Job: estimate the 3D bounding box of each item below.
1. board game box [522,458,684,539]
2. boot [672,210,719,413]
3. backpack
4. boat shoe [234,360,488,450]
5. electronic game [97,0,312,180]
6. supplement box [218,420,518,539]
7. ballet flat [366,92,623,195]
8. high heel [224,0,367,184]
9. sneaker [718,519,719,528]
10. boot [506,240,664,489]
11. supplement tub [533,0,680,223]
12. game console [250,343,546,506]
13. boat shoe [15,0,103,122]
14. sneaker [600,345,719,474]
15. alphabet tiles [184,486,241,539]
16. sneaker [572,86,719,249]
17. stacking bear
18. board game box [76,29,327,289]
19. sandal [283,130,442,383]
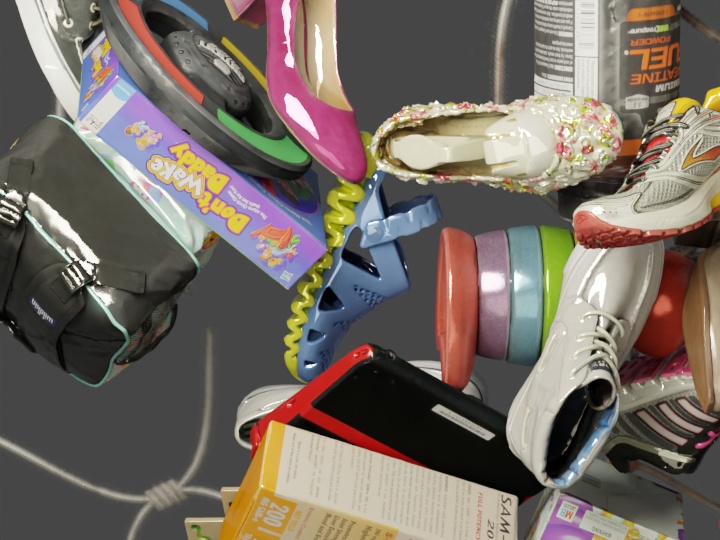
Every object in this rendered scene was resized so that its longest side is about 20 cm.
[{"bbox_3d":[0.164,0.257,1.681,0.103,0.105,0.200,23,107,1],"label":"board game box"},{"bbox_3d":[0.304,0.008,1.564,0.146,0.070,0.200,0,64,-6],"label":"boot"},{"bbox_3d":[-0.204,-0.013,1.621,0.176,0.153,0.200,43,148,5],"label":"backpack"},{"bbox_3d":[0.000,0.119,1.686,0.200,0.067,0.074,-10,104,11],"label":"boat shoe"},{"bbox_3d":[-0.110,-0.140,1.563,0.200,0.200,0.042,45,106,-5],"label":"electronic game"},{"bbox_3d":[0.003,0.204,1.626,0.200,0.074,0.126,18,130,-9],"label":"supplement box"},{"bbox_3d":[0.090,-0.086,1.546,0.200,0.064,0.076,-3,100,38],"label":"ballet flat"},{"bbox_3d":[-0.024,-0.163,1.587,0.096,0.067,0.200,-38,62,23],"label":"high heel"},{"bbox_3d":[0.327,0.111,1.645,0.200,0.078,0.116,-41,88,4],"label":"sneaker"},{"bbox_3d":[0.168,0.058,1.530,0.073,0.096,0.200,19,101,-14],"label":"boot"},{"bbox_3d":[0.178,-0.136,1.573,0.107,0.107,0.200,0,106,8],"label":"supplement tub"},{"bbox_3d":[0.034,0.137,1.637,0.200,0.031,0.177,29,133,-23],"label":"game console"},{"bbox_3d":[-0.222,-0.202,1.633,0.057,0.069,0.200,-20,99,12],"label":"boat shoe"},{"bbox_3d":[0.253,0.105,1.625,0.200,0.074,0.088,-14,106,35],"label":"sneaker"},{"bbox_3d":[-0.047,0.242,1.716,0.166,0.006,0.200,-2,129,8],"label":"alphabet tiles"},{"bbox_3d":[0.211,-0.071,1.504,0.078,0.200,0.082,-12,103,48],"label":"sneaker"},{"bbox_3d":[0.160,0.023,1.622,0.200,0.121,0.114,0,112,-2],"label":"stacking bear"},{"bbox_3d":[-0.114,-0.089,1.586,0.200,0.135,0.045,40,107,-20],"label":"board game box"},{"bbox_3d":[0.000,0.000,1.652,0.087,0.080,0.200,20,108,-2],"label":"sandal"}]
